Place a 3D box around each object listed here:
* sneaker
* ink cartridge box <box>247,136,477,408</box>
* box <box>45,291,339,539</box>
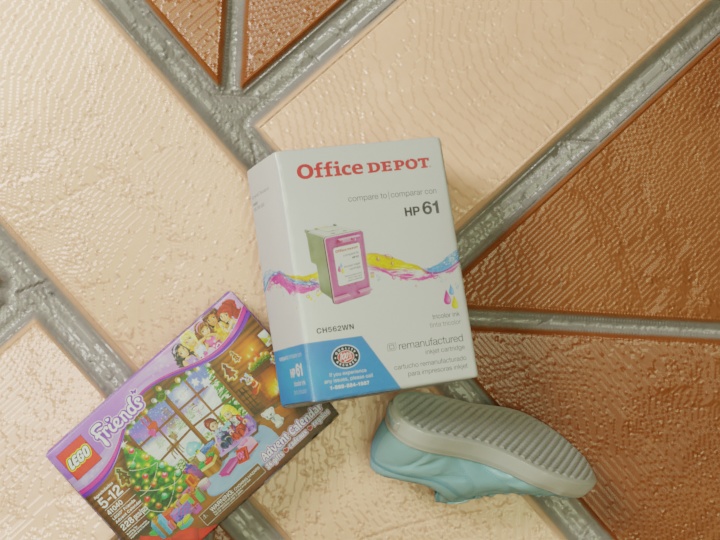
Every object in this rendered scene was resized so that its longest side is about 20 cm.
[{"bbox_3d":[0.098,0.161,1.209,0.200,0.074,0.082,20,123,-17],"label":"sneaker"},{"bbox_3d":[0.000,0.000,1.155,0.144,0.085,0.201,-7,83,-20],"label":"ink cartridge box"},{"bbox_3d":[-0.136,0.133,1.173,0.200,0.039,0.137,-42,96,-7],"label":"box"}]
